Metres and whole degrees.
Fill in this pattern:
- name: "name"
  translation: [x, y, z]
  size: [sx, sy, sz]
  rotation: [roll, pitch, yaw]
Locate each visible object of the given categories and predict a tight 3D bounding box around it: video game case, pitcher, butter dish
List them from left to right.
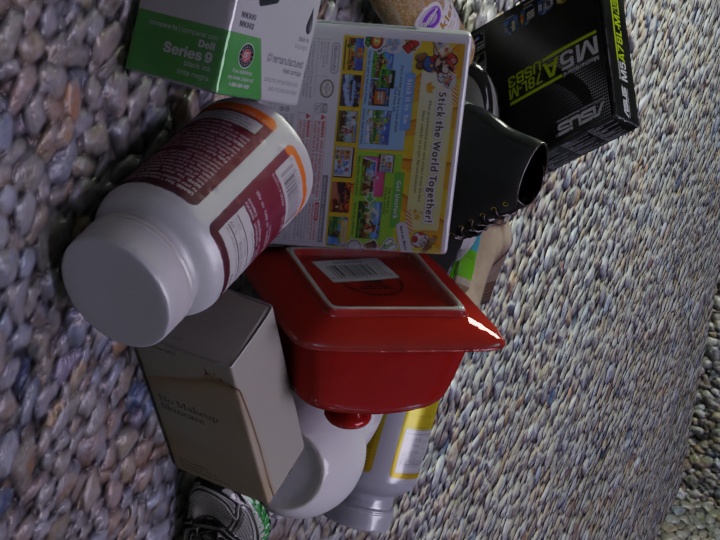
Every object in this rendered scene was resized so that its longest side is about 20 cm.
- name: "pitcher"
  translation: [-0.060, 0.192, 1.569]
  size: [0.172, 0.121, 0.200]
  rotation: [-61, 172, 13]
- name: "video game case"
  translation: [-0.004, -0.115, 1.377]
  size: [0.023, 0.181, 0.201]
  rotation: [-102, -164, -68]
- name: "butter dish"
  translation: [-0.002, 0.071, 1.405]
  size: [0.199, 0.200, 0.149]
  rotation: [0, 116, -22]

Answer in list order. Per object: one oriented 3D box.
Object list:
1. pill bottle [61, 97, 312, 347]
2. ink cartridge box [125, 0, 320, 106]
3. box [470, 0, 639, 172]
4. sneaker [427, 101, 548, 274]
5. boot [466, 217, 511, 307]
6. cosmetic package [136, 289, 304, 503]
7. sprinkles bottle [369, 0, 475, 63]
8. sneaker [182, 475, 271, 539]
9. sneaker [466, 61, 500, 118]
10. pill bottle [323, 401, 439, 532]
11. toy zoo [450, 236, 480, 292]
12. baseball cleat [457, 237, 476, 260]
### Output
- name: "pill bottle"
  translation: [-0.130, -0.037, 1.206]
  size: [0.200, 0.114, 0.115]
  rotation: [-49, 148, -45]
- name: "ink cartridge box"
  translation: [-0.089, -0.235, 1.197]
  size: [0.146, 0.084, 0.201]
  rotation: [-6, 111, -67]
- name: "box"
  translation: [0.200, -0.204, 1.699]
  size: [0.047, 0.199, 0.194]
  rotation: [21, 58, -37]
- name: "sneaker"
  translation: [0.102, -0.049, 1.490]
  size: [0.075, 0.106, 0.201]
  rotation: [-20, 131, -50]
- name: "boot"
  translation: [0.127, -0.026, 1.916]
  size: [0.200, 0.070, 0.147]
  rotation: [-19, 117, -65]
- name: "cosmetic package"
  translation: [-0.118, 0.103, 1.356]
  size: [0.073, 0.103, 0.201]
  rotation: [-57, 153, -32]
- name: "sprinkles bottle"
  translation: [0.048, -0.254, 1.505]
  size: [0.069, 0.068, 0.200]
  rotation: [-67, 150, -14]
- name: "sneaker"
  translation: [-0.135, 0.270, 1.474]
  size: [0.085, 0.078, 0.201]
  rotation: [-45, 146, -48]
- name: "sneaker"
  translation: [0.086, -0.127, 1.694]
  size: [0.079, 0.074, 0.201]
  rotation: [-9, 126, -56]
- name: "pill bottle"
  translation: [0.019, 0.176, 1.729]
  size: [0.112, 0.111, 0.201]
  rotation: [5, 102, -68]
- name: "toy zoo"
  translation: [0.101, -0.034, 1.761]
  size: [0.131, 0.020, 0.201]
  rotation: [129, -21, -52]
- name: "baseball cleat"
  translation: [0.080, -0.024, 1.672]
  size: [0.107, 0.070, 0.200]
  rotation: [-48, -170, -5]
